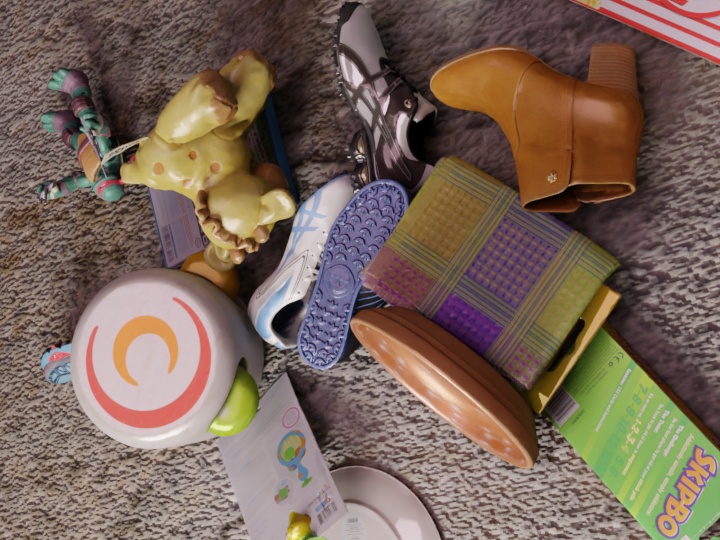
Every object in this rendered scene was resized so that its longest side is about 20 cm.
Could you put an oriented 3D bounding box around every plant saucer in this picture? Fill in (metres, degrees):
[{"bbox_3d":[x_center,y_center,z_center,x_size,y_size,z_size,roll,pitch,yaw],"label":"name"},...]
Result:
[{"bbox_3d":[0.078,0.095,0.921,0.200,0.200,0.038,33,78,32],"label":"plant saucer"}]

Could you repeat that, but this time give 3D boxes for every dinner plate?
[{"bbox_3d":[-0.001,0.298,1.061,0.199,0.024,0.202,-2,86,36],"label":"dinner plate"}]

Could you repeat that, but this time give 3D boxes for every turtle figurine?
[{"bbox_3d":[-0.329,-0.141,1.268,0.150,0.100,0.201,-49,51,26],"label":"turtle figurine"}]

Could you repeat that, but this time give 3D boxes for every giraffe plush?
[{"bbox_3d":[-0.136,-0.099,1.079,0.162,0.200,0.173,49,153,0],"label":"giraffe plush"}]

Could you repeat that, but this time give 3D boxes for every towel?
[{"bbox_3d":[0.105,-0.003,0.916,0.200,0.023,0.144,34,87,30],"label":"towel"}]

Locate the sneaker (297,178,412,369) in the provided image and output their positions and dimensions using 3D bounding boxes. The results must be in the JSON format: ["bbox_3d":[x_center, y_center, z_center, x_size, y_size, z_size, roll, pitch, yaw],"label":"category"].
[{"bbox_3d":[0.000,0.000,1.031,0.070,0.078,0.201,30,107,13],"label":"sneaker"}]

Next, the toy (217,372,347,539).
[{"bbox_3d":[-0.074,0.214,1.087,0.115,0.047,0.200,-45,38,13],"label":"toy"}]

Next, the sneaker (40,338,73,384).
[{"bbox_3d":[-0.305,0.122,1.255,0.199,0.079,0.096,-17,81,35],"label":"sneaker"}]

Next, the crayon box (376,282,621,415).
[{"bbox_3d":[0.124,0.025,0.946,0.200,0.051,0.127,38,97,31],"label":"crayon box"}]

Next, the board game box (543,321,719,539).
[{"bbox_3d":[0.237,0.145,0.889,0.096,0.030,0.200,-52,58,24],"label":"board game box"}]

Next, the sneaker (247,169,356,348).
[{"bbox_3d":[-0.046,-0.009,1.075,0.072,0.072,0.201,41,114,28],"label":"sneaker"}]

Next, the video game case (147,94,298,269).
[{"bbox_3d":[-0.163,-0.103,1.196,0.199,0.018,0.144,-24,74,33],"label":"video game case"}]

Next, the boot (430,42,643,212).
[{"bbox_3d":[0.143,-0.119,0.919,0.200,0.071,0.145,-2,66,29],"label":"boot"}]

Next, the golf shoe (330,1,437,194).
[{"bbox_3d":[0.030,-0.168,1.031,0.094,0.078,0.201,-11,89,25],"label":"golf shoe"}]

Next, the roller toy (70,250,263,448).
[{"bbox_3d":[-0.201,0.091,1.126,0.181,0.140,0.201,-18,81,10],"label":"roller toy"}]

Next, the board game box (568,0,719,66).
[{"bbox_3d":[0.269,-0.263,0.867,0.200,0.046,0.152,34,108,32],"label":"board game box"}]
